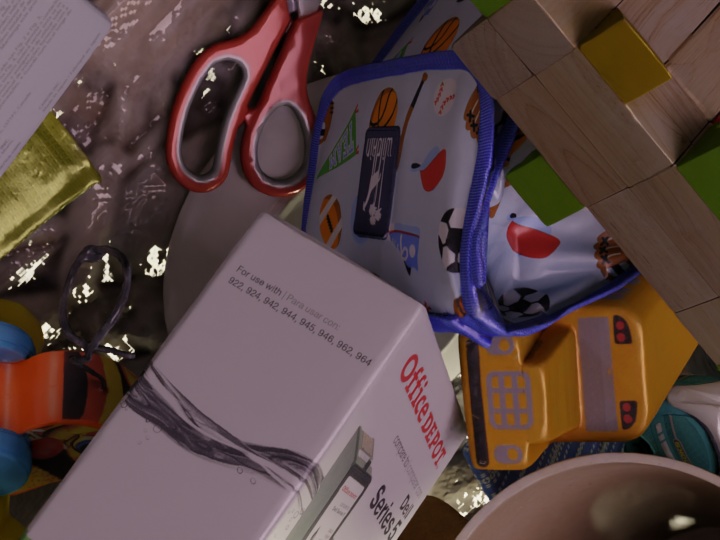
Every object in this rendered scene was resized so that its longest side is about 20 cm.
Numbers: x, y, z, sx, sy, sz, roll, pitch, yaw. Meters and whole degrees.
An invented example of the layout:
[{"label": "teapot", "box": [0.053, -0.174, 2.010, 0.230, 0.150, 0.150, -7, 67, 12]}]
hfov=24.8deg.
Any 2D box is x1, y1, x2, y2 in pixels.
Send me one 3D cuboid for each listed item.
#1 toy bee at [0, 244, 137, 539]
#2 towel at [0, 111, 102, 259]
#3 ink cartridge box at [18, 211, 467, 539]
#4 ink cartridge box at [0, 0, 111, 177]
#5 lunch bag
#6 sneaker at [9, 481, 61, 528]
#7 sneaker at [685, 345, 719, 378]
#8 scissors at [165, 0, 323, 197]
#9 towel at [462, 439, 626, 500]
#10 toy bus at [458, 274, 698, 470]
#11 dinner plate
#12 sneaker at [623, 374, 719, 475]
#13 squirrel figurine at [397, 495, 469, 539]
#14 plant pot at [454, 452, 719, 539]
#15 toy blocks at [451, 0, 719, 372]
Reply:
[{"label": "toy bee", "box": [-0.137, 0.073, 0.692, 0.109, 0.199, 0.131, 31, 64, -42]}, {"label": "towel", "box": [-0.210, -0.006, 0.697, 0.200, 0.018, 0.086, -40, 126, -6]}, {"label": "ink cartridge box", "box": [-0.049, 0.100, 0.661, 0.200, 0.084, 0.146, -54, 157, -15]}, {"label": "ink cartridge box", "box": [-0.185, -0.067, 0.584, 0.163, 0.057, 0.200, -53, 159, 0]}, {"label": "lunch bag", "box": [0.066, -0.060, 0.696, 0.124, 0.170, 0.200, 42, 76, -21]}, {"label": "sneaker", "box": [-0.135, 0.155, 0.768, 0.200, 0.074, 0.118, -32, 120, 8]}, {"label": "sneaker", "box": [0.204, -0.002, 0.871, 0.075, 0.100, 0.200, -36, 124, -11]}, {"label": "scissors", "box": [-0.030, -0.126, 0.735, 0.073, 0.014, 0.201, 16, 99, -16]}, {"label": "towel", "box": [0.109, 0.114, 0.874, 0.200, 0.024, 0.145, 63, 37, -33]}, {"label": "toy bus", "box": [0.105, 0.033, 0.761, 0.200, 0.078, 0.065, -31, 118, -67]}, {"label": "dinner plate", "box": [0.000, 0.000, 0.809, 0.199, 0.024, 0.201, -12, 118, -24]}, {"label": "sneaker", "box": [0.186, 0.106, 0.907, 0.200, 0.079, 0.078, 71, 36, -58]}, {"label": "squirrel figurine", "box": [-0.014, 0.176, 0.805, 0.187, 0.141, 0.200, -40, 142, -15]}, {"label": "plant pot", "box": [0.150, 0.177, 0.774, 0.188, 0.187, 0.200, -60, 158, 9]}, {"label": "toy blocks", "box": [0.131, -0.070, 0.592, 0.200, 0.100, 0.137, 49, 59, -8]}]
